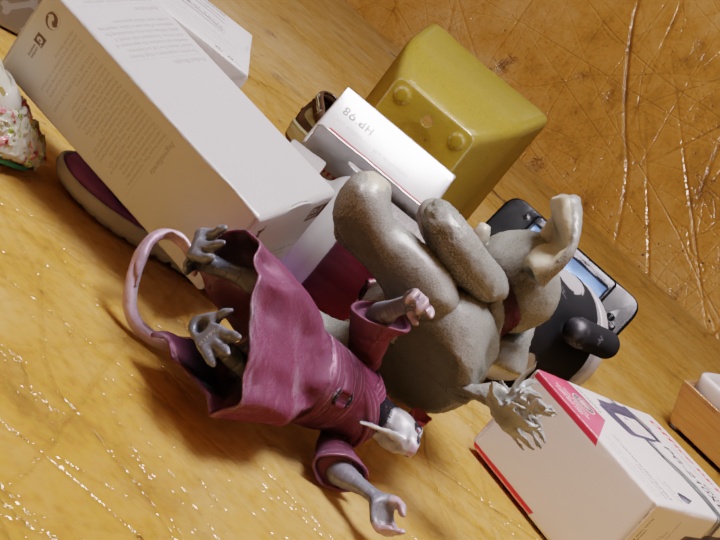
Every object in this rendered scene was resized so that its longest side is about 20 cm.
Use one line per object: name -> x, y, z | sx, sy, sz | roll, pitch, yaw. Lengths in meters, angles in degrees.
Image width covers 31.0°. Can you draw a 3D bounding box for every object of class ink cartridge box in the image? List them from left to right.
ink cartridge box -> -0.001, -0.070, 1.065 | 0.116, 0.067, 0.200 | 39, -24, -4
ink cartridge box -> 0.203, 0.171, 1.018 | 0.200, 0.084, 0.145 | 23, 22, -50

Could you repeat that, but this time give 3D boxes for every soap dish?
soap dish -> 0.488, 0.220, 1.640 | 0.200, 0.081, 0.157 | 46, 15, 23

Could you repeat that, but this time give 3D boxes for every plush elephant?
plush elephant -> 0.066, 0.010, 0.850 | 0.200, 0.165, 0.155 | 33, 43, 10

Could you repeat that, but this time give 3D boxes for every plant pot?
plant pot -> 0.081, -0.160, 1.565 | 0.195, 0.194, 0.200 | 40, 19, 4

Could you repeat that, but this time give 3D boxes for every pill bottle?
pill bottle -> 0.000, 0.000, 0.970 | 0.200, 0.110, 0.110 | 38, 13, -6

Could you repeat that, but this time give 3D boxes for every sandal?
sandal -> -0.114, -0.031, 0.891 | 0.202, 0.050, 0.083 | 35, 14, -18

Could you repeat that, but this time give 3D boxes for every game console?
game console -> 0.191, 0.019, 1.431 | 0.200, 0.171, 0.118 | 43, -13, 13

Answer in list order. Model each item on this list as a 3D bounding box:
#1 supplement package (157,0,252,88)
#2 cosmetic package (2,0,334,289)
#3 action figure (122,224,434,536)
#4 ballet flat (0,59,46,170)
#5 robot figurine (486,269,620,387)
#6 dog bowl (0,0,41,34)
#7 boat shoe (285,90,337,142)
supplement package -> -0.165, -0.168, 1.065 | 0.109, 0.114, 0.200 | 37, 12, -15
cosmetic package -> -0.122, -0.089, 0.832 | 0.200, 0.074, 0.102 | 49, 29, 11
action figure -> -0.034, 0.069, 0.754 | 0.148, 0.134, 0.200 | 1, -27, 41
ballet flat -> -0.254, -0.118, 0.768 | 0.200, 0.064, 0.076 | 25, 19, -49
robot figurine -> 0.145, 0.042, 1.190 | 0.200, 0.125, 0.151 | 25, 32, -47
dog bowl -> -0.312, -0.270, 1.115 | 0.200, 0.059, 0.200 | 38, 13, -10
boat shoe -> -0.010, -0.118, 1.292 | 0.075, 0.075, 0.202 | 21, 21, -43
